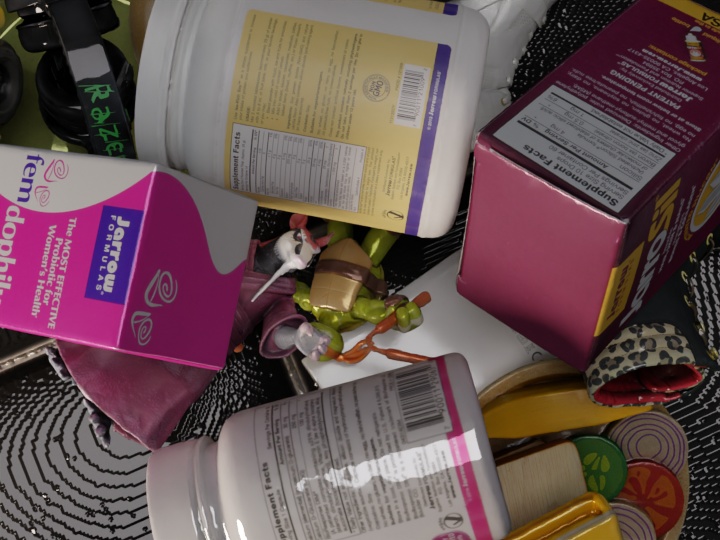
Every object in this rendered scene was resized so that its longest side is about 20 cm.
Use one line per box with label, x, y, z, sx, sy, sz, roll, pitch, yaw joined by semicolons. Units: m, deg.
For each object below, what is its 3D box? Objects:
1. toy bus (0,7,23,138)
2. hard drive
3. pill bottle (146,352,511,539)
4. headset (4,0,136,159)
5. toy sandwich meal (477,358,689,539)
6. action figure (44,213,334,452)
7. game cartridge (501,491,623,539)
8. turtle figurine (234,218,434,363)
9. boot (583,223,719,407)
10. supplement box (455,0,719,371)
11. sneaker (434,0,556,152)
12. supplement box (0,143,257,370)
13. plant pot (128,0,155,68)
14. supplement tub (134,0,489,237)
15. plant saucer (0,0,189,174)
toy bus;-0.316;-0.078;0.758;0.135;0.192;0.202;9;99;17
hard drive;0.076;0.062;0.872;0.199;0.027;0.132;-34;86;-8
pill bottle;-0.019;0.128;0.733;0.198;0.113;0.114;-15;84;4
headset;-0.172;-0.148;0.794;0.093;0.124;0.200;-20;46;-13
toy sandwich meal;0.134;0.155;0.824;0.203;0.070;0.207;-1;96;-8
action figure;-0.096;0.036;0.802;0.199;0.149;0.134;-36;81;-11
game cartridge;0.102;0.255;0.792;0.175;0.032;0.201;-25;125;-8
turtle figurine;0.000;0.000;0.843;0.199;0.064;0.162;9;72;35
boot;0.215;0.012;0.828;0.202;0.074;0.155;-4;53;-15
supplement box;0.158;-0.061;0.744;0.103;0.131;0.200;33;55;24
sneaker;0.095;-0.150;0.888;0.199;0.074;0.116;-32;106;-18
supplement box;-0.173;-0.012;0.707;0.199;0.103;0.102;8;84;28
plant pot;-0.063;-0.178;0.872;0.198;0.027;0.202;4;76;-15
supplement tub;-0.028;-0.107;0.765;0.198;0.145;0.147;11;82;3
plant saucer;-0.195;-0.123;0.874;0.198;0.031;0.202;1;83;-5
